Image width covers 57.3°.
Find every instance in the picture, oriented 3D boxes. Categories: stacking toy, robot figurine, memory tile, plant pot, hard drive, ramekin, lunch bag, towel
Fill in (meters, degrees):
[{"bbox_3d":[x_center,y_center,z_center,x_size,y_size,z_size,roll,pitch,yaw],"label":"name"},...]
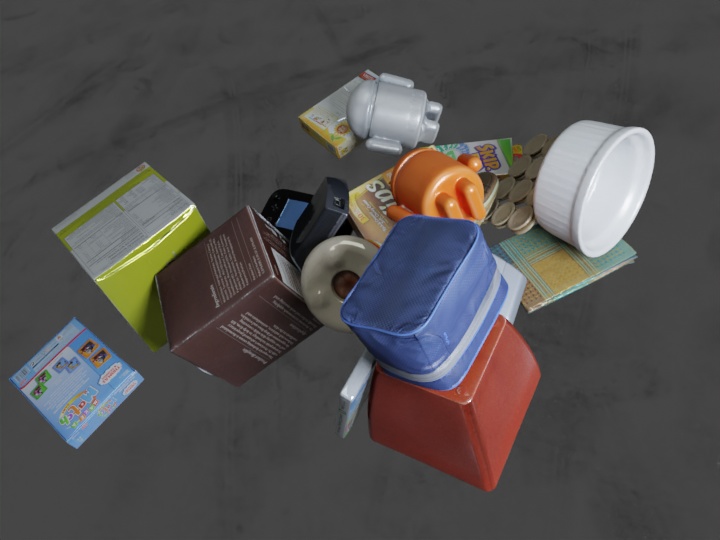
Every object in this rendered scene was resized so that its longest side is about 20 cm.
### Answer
[{"bbox_3d":[0.000,0.000,1.031,0.144,0.148,0.200,-2,15,14],"label":"stacking toy"},{"bbox_3d":[0.122,-0.130,1.064,0.200,0.115,0.145,44,116,54],"label":"robot figurine"},{"bbox_3d":[0.289,-0.151,1.120,0.201,0.017,0.153,-52,25,-6],"label":"memory tile"},{"bbox_3d":[0.121,0.145,0.904,0.198,0.177,0.201,17,60,26],"label":"plant pot"},{"bbox_3d":[-0.069,-0.082,1.082,0.136,0.042,0.200,-55,15,17],"label":"hard drive"},{"bbox_3d":[0.057,-0.306,1.287,0.197,0.113,0.172,11,70,-1],"label":"robot figurine"},{"bbox_3d":[0.355,-0.132,1.014,0.200,0.202,0.097,-43,48,-18],"label":"ramekin"},{"bbox_3d":[0.087,0.036,0.802,0.135,0.133,0.201,12,57,43],"label":"lunch bag"},{"bbox_3d":[0.323,-0.025,1.079,0.198,0.022,0.147,-26,51,-3],"label":"towel"}]

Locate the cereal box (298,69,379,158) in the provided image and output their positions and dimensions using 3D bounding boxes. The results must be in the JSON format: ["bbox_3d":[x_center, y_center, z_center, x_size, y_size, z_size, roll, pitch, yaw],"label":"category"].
[{"bbox_3d":[-0.013,-0.335,1.397,0.199,0.040,0.144,-37,54,-14],"label":"cereal box"}]

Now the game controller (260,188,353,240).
[{"bbox_3d":[-0.100,-0.094,1.236,0.198,0.042,0.105,14,58,25],"label":"game controller"}]

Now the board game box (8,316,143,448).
[{"bbox_3d":[-0.490,0.187,1.133,0.199,0.037,0.151,29,66,32],"label":"board game box"}]

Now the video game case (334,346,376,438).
[{"bbox_3d":[0.021,0.127,0.945,0.022,0.183,0.201,27,63,10],"label":"video game case"}]

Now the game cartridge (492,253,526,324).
[{"bbox_3d":[0.152,0.023,1.029,0.198,0.042,0.135,21,77,6],"label":"game cartridge"}]

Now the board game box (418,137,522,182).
[{"bbox_3d":[0.206,-0.201,1.243,0.197,0.030,0.096,-2,53,11],"label":"board game box"}]

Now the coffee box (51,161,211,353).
[{"bbox_3d":[-0.369,-0.024,1.149,0.200,0.201,0.197,-41,49,-18],"label":"coffee box"}]

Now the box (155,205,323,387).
[{"bbox_3d":[-0.187,0.044,1.045,0.199,0.166,0.165,-35,50,9],"label":"box"}]

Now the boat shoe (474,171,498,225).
[{"bbox_3d":[0.173,-0.077,1.125,0.200,0.076,0.071,-49,39,-9],"label":"boat shoe"}]

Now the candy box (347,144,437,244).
[{"bbox_3d":[0.075,-0.122,1.174,0.199,0.055,0.116,-30,77,-9],"label":"candy box"}]
